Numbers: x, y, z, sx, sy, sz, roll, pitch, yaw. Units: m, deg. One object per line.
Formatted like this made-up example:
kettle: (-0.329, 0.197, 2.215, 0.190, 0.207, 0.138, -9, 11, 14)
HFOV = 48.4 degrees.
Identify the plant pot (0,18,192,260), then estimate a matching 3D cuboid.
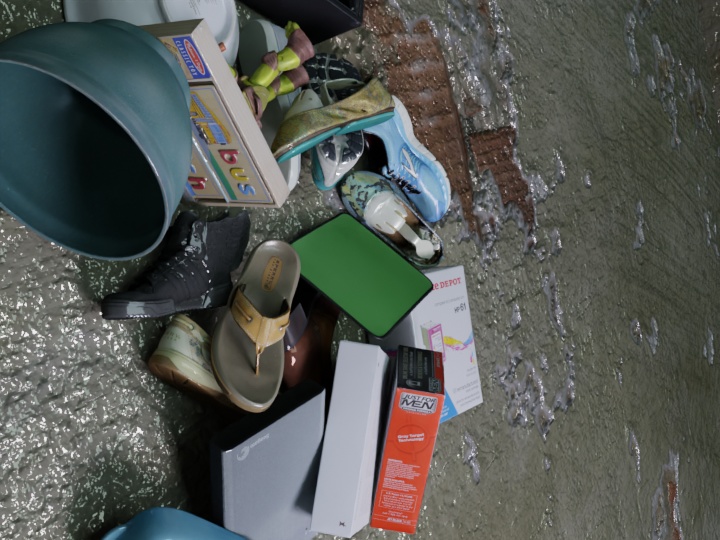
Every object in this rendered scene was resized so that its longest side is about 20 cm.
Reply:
plant pot: (-0.225, -0.128, 0.685, 0.201, 0.198, 0.135, 53, 43, -31)

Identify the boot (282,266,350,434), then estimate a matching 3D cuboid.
boot: (-0.037, 0.110, 0.972, 0.189, 0.067, 0.203, -53, 131, -56)

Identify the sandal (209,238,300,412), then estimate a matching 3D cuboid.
sandal: (-0.100, 0.044, 0.820, 0.079, 0.054, 0.203, 23, 55, -16)

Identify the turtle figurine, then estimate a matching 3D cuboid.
turtle figurine: (-0.118, -0.186, 0.823, 0.161, 0.064, 0.201, -42, 157, -21)

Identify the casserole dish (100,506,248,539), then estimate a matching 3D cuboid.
casserole dish: (-0.168, 0.300, 0.760, 0.121, 0.039, 0.200, -49, 129, 0)

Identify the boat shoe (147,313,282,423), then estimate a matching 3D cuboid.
boat shoe: (-0.132, 0.120, 0.847, 0.200, 0.072, 0.063, 43, 56, -39)

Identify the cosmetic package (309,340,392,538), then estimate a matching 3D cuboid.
cosmetic package: (-0.007, 0.191, 0.920, 0.151, 0.051, 0.204, 65, 33, -77)

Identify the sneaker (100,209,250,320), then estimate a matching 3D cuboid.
sneaker: (-0.185, -0.011, 0.817, 0.199, 0.059, 0.106, -7, 92, -56)

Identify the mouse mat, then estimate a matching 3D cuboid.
mouse mat: (0.000, 0.000, 0.970, 0.160, 0.008, 0.200, 39, 30, 8)

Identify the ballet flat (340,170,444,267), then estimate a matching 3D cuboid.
ballet flat: (0.052, -0.065, 1.089, 0.199, 0.073, 0.075, 34, 60, -41)

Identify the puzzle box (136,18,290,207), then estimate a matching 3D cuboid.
puzzle box: (-0.161, -0.143, 0.772, 0.026, 0.131, 0.201, -62, 143, -35)

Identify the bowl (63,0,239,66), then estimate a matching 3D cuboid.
bowl: (-0.191, -0.261, 0.819, 0.199, 0.089, 0.205, 8, 79, -49)

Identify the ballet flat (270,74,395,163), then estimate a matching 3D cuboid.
ballet flat: (-0.038, -0.177, 0.899, 0.199, 0.070, 0.072, -30, 107, -41)

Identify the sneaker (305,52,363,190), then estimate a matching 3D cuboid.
sneaker: (-0.043, -0.192, 1.006, 0.076, 0.080, 0.203, 11, 56, -17)

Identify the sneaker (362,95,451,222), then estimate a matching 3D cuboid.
sneaker: (0.049, -0.143, 1.117, 0.090, 0.078, 0.201, -49, 113, -30)

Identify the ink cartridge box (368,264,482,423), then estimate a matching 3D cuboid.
ink cartridge box: (0.086, 0.100, 1.104, 0.143, 0.084, 0.204, -12, 92, -50)

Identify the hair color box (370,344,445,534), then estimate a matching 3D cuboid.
hair color box: (0.056, 0.206, 0.978, 0.102, 0.060, 0.203, -81, 179, -65)

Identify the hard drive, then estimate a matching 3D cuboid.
hard drive: (-0.096, 0.228, 0.836, 0.139, 0.033, 0.203, -26, 129, -43)

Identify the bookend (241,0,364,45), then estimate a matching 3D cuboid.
bookend: (-0.086, -0.415, 0.966, 0.197, 0.091, 0.204, 21, 68, -47)

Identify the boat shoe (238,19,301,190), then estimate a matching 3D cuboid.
boat shoe: (-0.091, -0.193, 0.945, 0.071, 0.069, 0.205, -9, 90, -48)
